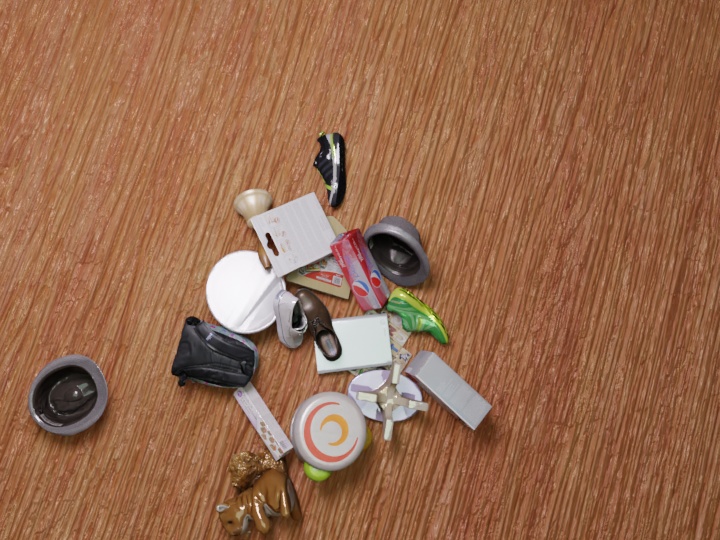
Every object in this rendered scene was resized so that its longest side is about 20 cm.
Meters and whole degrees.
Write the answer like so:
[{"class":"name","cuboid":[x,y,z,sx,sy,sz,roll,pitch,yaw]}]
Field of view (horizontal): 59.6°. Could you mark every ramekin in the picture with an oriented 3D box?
[{"class":"ramekin","cuboid":[-0.284,0.060,1.577,0.196,0.094,0.208,2,78,-8]}]

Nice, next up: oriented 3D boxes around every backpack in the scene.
[{"class":"backpack","cuboid":[-0.347,0.207,1.545,0.195,0.127,0.171,16,97,-5]}]

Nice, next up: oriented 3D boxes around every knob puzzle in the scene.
[{"class":"knob puzzle","cuboid":[-0.096,-0.044,1.649,0.214,0.030,0.226,5,76,-19]}]

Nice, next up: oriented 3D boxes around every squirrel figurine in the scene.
[{"class":"squirrel figurine","cuboid":[-0.261,0.543,1.535,0.182,0.142,0.205,-18,72,2]}]

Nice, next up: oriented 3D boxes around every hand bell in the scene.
[{"class":"hand bell","cuboid":[-0.248,-0.091,1.560,0.101,0.105,0.204,-14,60,-8]}]

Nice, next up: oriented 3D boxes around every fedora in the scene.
[{"class":"fedora","cuboid":[-0.686,0.296,1.508,0.197,0.090,0.179,-32,87,-3]},{"class":"fedora","cuboid":[0.100,-0.064,1.628,0.199,0.176,0.091,42,51,-17]}]

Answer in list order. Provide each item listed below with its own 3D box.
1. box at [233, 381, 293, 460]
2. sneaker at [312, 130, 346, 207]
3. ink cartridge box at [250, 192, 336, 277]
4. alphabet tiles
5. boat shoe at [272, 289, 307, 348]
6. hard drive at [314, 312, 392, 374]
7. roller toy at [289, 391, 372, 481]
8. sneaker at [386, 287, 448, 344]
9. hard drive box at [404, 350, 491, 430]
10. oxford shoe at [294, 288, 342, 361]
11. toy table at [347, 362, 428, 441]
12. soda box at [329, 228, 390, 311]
[{"class":"box","cuboid":[-0.241,0.370,1.553,0.039,0.041,0.201,-46,73,27]},{"class":"sneaker","cuboid":[-0.085,-0.267,1.669,0.081,0.072,0.206,-1,83,17]},{"class":"ink cartridge box","cuboid":[-0.165,-0.086,1.579,0.197,0.050,0.165,-26,88,-29]},{"class":"alphabet tiles","cuboid":[0.053,0.201,1.658,0.166,0.008,0.202,35,81,-3]},{"class":"boat shoe","cuboid":[-0.164,0.132,1.544,0.064,0.202,0.074,20,58,24]},{"class":"hard drive","cuboid":[-0.021,0.189,1.632,0.194,0.026,0.136,-6,83,-4]},{"class":"roller toy","cuboid":[-0.080,0.395,1.554,0.197,0.140,0.185,-28,83,-18]},{"class":"sneaker","cuboid":[0.150,0.128,1.651,0.199,0.074,0.084,40,104,-9]},{"class":"hard drive box","cuboid":[0.218,0.298,1.595,0.199,0.156,0.077,43,82,-1]},{"class":"oxford shoe","cuboid":[-0.104,0.131,1.580,0.072,0.084,0.202,-32,83,-5]},{"class":"toy table","cuboid":[0.069,0.323,1.586,0.194,0.117,0.189,-2,86,-7]},{"class":"soda box","cuboid":[0.000,0.000,1.599,0.064,0.069,0.203,-48,118,-47]}]
